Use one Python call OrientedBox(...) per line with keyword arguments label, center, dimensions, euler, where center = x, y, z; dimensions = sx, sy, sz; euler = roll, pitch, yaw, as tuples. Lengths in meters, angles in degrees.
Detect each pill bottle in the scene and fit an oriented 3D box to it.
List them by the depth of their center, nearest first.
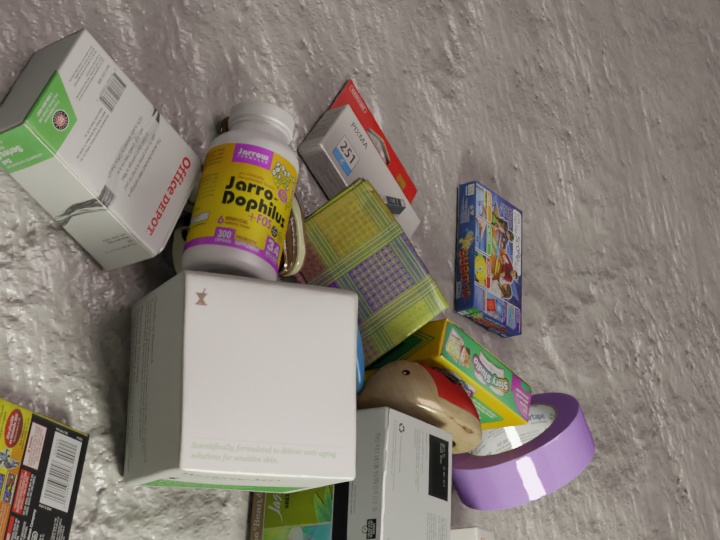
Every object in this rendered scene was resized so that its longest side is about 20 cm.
OrientedBox(label="pill bottle", center=(-0.124, -0.078, 1.455), dimensions=(0.104, 0.103, 0.202), euler=(33, 57, -42))

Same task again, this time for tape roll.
OrientedBox(label="tape roll", center=(0.213, 0.242, 1.822), dimensions=(0.200, 0.199, 0.066), euler=(-41, 111, -50))

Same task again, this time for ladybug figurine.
OrientedBox(label="ladybug figurine", center=(0.076, 0.163, 1.619), dimensions=(0.200, 0.134, 0.073), euler=(40, 56, -50))

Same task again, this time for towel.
OrientedBox(label="towel", center=(0.000, 0.000, 1.641), dimensions=(0.201, 0.143, 0.023), euler=(55, -3, 9))

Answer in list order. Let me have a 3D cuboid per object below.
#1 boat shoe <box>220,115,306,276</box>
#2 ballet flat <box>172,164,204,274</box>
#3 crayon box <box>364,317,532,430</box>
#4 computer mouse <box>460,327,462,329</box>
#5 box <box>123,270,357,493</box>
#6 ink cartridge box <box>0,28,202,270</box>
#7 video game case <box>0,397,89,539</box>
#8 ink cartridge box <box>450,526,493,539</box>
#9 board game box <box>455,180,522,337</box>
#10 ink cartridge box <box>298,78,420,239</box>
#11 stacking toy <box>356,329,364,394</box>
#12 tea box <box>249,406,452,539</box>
OrientedBox(label="boat shoe", center=(-0.124, -0.089, 1.603), dimensions=(0.074, 0.074, 0.205), euler=(-9, 80, -39))
OrientedBox(label="ballet flat", center=(-0.178, -0.050, 1.512), dimensions=(0.073, 0.073, 0.202), euler=(24, 63, -47))
OrientedBox(label="crayon box", center=(0.094, 0.141, 1.720), dimensions=(0.200, 0.171, 0.059), euler=(38, 51, -40))
OrientedBox(label="computer mouse", center=(0.076, 0.096, 1.823), dimensions=(0.200, 0.043, 0.111), euler=(36, 56, -48))
OrientedBox(label="box", center=(-0.123, 0.121, 1.389), dimensions=(0.197, 0.171, 0.202), euler=(8, 72, -27))
OrientedBox(label="ink cartridge box", center=(-0.273, -0.120, 1.394), dimensions=(0.200, 0.083, 0.147), euler=(50, 44, -31))
OrientedBox(label="video game case", center=(-0.342, 0.219, 1.244), dimensions=(0.180, 0.025, 0.202), euler=(33, 55, -43))
OrientedBox(label="ink cartridge box", center=(0.128, 0.428, 1.710), dimensions=(0.147, 0.082, 0.202), euler=(42, 42, -71))
OrientedBox(label="board game box", center=(0.194, -0.016, 2.017), dimensions=(0.135, 0.034, 0.202), euler=(28, 58, -46))
OrientedBox(label="ink cartridge box", center=(0.016, -0.136, 1.814), dimensions=(0.201, 0.044, 0.177), euler=(57, 42, -25))
OrientedBox(label="stacking toy", center=(-0.102, 0.104, 1.550), dimensions=(0.199, 0.109, 0.118), euler=(-7, 86, -42))
OrientedBox(label="tea box", center=(-0.011, 0.275, 1.519), dimensions=(0.133, 0.195, 0.202), euler=(27, 58, -46))
